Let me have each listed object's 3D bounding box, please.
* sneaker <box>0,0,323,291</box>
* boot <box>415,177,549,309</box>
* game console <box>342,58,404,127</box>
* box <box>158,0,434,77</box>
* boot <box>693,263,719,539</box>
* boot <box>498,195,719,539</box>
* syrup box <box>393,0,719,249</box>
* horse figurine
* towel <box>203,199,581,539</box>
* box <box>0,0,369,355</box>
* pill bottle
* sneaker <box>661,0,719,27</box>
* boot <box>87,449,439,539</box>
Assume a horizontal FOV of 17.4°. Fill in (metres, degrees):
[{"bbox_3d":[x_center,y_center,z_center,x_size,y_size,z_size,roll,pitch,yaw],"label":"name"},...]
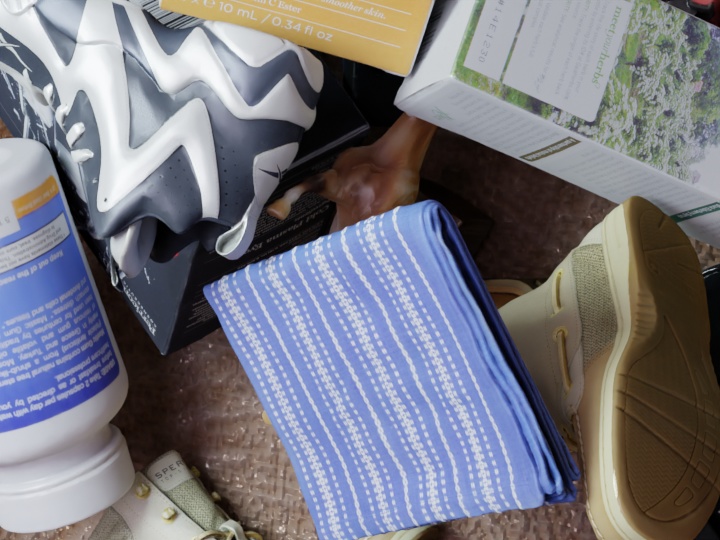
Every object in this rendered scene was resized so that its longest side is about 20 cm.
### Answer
[{"bbox_3d":[-0.124,-0.060,1.102,0.199,0.079,0.130,15,85,13],"label":"sneaker"},{"bbox_3d":[0.060,0.064,1.239,0.200,0.074,0.155,40,111,34],"label":"boot"},{"bbox_3d":[0.094,-0.168,1.177,0.118,0.171,0.200,10,100,56],"label":"game console"},{"bbox_3d":[-0.006,-0.207,1.066,0.124,0.098,0.200,15,127,-4],"label":"box"},{"bbox_3d":[0.187,0.091,1.112,0.076,0.168,0.200,-27,80,27],"label":"boot"},{"bbox_3d":[0.087,0.074,1.085,0.155,0.073,0.200,-35,34,32],"label":"boot"},{"bbox_3d":[0.128,-0.080,1.112,0.200,0.081,0.079,23,77,-15],"label":"syrup box"},{"bbox_3d":[0.000,0.000,1.171,0.050,0.133,0.200,19,131,23],"label":"horse figurine"},{"bbox_3d":[0.007,0.053,1.060,0.200,0.024,0.145,-20,97,55],"label":"towel"},{"bbox_3d":[-0.106,-0.088,1.248,0.200,0.104,0.182,54,157,15],"label":"box"},{"bbox_3d":[-0.193,0.038,1.285,0.112,0.112,0.200,-6,111,30],"label":"pill bottle"},{"bbox_3d":[0.220,-0.141,1.126,0.200,0.071,0.098,17,78,13],"label":"sneaker"},{"bbox_3d":[-0.063,0.159,1.316,0.200,0.072,0.155,-46,70,24],"label":"boot"}]
